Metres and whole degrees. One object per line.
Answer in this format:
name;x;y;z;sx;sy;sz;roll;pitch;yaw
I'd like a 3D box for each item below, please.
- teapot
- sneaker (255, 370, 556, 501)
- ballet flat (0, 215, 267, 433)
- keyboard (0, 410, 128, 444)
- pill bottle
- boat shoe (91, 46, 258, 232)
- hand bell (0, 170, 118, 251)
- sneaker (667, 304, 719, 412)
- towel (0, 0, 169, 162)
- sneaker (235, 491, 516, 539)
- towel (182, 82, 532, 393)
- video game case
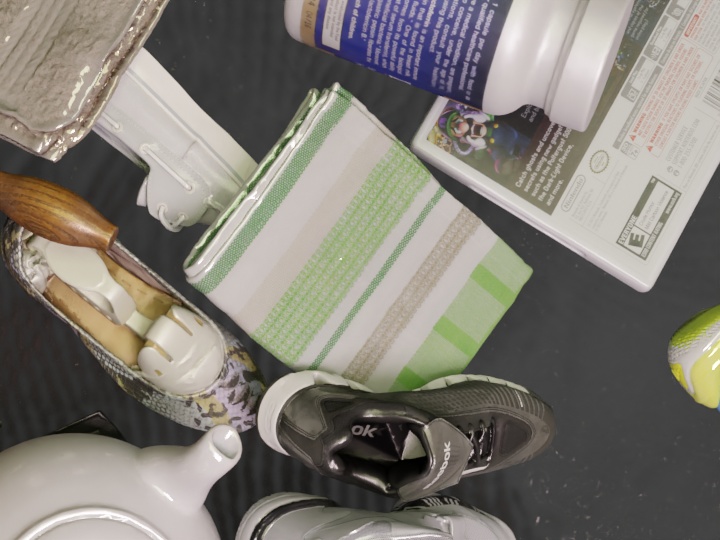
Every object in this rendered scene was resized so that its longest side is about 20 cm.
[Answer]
teapot;-0.163;0.193;1.312;0.196;0.146;0.202;-7;96;-14
sneaker;0.041;0.104;1.379;0.198;0.090;0.067;5;108;-28
ballet flat;-0.139;0.030;1.395;0.200;0.072;0.072;39;78;-2
keyboard;-0.234;0.139;1.389;0.199;0.040;0.105;-24;109;-12
pill bottle;0.062;-0.164;1.411;0.199;0.116;0.117;22;79;8
boat shoe;-0.112;-0.063;1.411;0.068;0.072;0.200;-44;90;-9
hand bell;-0.236;-0.057;1.357;0.199;0.104;0.105;25;79;6
sneaker;0.294;0.033;1.466;0.199;0.076;0.105;-36;100;-5
towel;-0.184;-0.171;1.406;0.132;0.035;0.201;23;76;27
sneaker;0.033;0.177;1.347;0.199;0.115;0.076;8;95;-36
towel;0.000;0.000;1.397;0.200;0.031;0.150;41;83;-32
video game case;0.155;-0.117;1.485;0.181;0.023;0.201;31;79;-4
